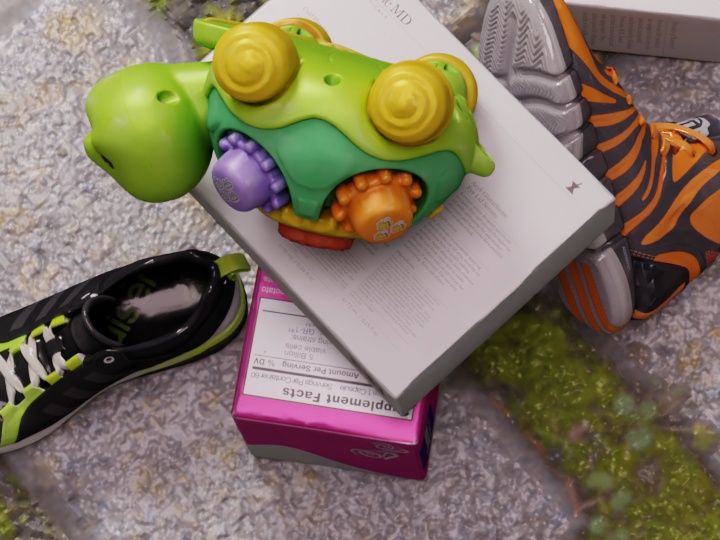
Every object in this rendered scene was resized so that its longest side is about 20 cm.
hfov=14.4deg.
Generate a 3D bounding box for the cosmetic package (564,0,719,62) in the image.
[{"bbox_3d":[0.179,-0.173,1.554,0.200,0.071,0.102,6,75,5],"label":"cosmetic package"}]

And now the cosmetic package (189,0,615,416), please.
[{"bbox_3d":[0.007,-0.050,1.438,0.151,0.052,0.200,-42,76,-5],"label":"cosmetic package"}]

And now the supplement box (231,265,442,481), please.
[{"bbox_3d":[0.000,0.000,1.504,0.103,0.101,0.200,10,77,6],"label":"supplement box"}]

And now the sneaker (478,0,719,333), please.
[{"bbox_3d":[0.136,-0.076,1.503,0.112,0.078,0.200,-30,117,-24],"label":"sneaker"}]

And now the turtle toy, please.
[{"bbox_3d":[-0.034,-0.067,1.360,0.200,0.146,0.101,14,98,8],"label":"turtle toy"}]

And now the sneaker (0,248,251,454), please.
[{"bbox_3d":[-0.153,0.033,1.515,0.200,0.083,0.072,-26,75,-3],"label":"sneaker"}]
